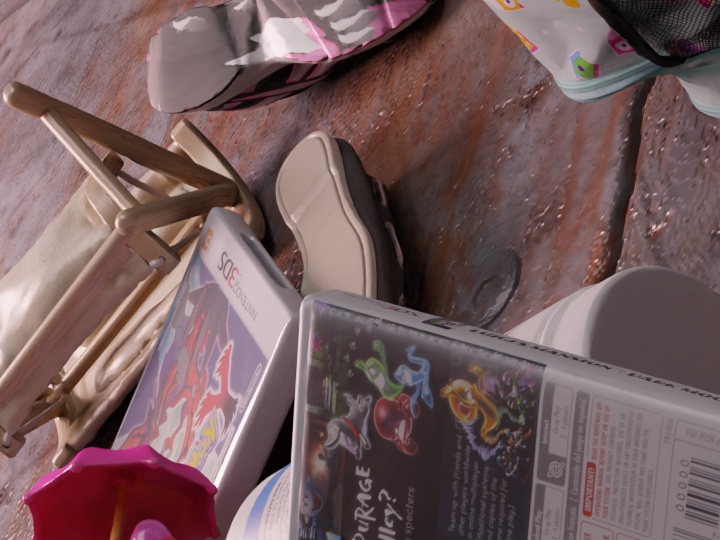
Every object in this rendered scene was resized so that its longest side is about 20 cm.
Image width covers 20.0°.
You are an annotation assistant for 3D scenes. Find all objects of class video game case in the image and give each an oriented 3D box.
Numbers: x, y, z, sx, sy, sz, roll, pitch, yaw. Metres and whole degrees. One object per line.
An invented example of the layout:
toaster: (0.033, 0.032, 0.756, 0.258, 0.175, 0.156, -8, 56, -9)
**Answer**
video game case: (0.047, 0.122, 0.648, 0.181, 0.023, 0.202, 15, 107, 38)
video game case: (-0.090, 0.084, 1.090, 0.201, 0.023, 0.182, -67, 23, 11)

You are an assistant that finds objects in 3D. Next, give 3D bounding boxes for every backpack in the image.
backpack: (0.143, -0.157, 0.860, 0.199, 0.153, 0.177, -7, 50, 46)

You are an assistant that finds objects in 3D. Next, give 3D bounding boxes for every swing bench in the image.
swing bench: (-0.174, 0.012, 1.227, 0.130, 0.200, 0.199, 47, 107, 23)

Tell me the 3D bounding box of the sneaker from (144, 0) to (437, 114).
sneaker: (-0.036, -0.152, 1.274, 0.199, 0.086, 0.081, -15, 80, 27)

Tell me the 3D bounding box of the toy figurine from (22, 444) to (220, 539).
toy figurine: (-0.119, 0.173, 0.949, 0.199, 0.150, 0.185, 18, 76, 40)

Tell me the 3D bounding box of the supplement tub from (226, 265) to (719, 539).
supplement tub: (0.054, 0.097, 0.739, 0.199, 0.132, 0.133, -33, 33, 38)

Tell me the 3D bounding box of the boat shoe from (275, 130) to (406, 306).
boat shoe: (0.000, 0.000, 1.062, 0.067, 0.057, 0.201, -47, 31, 25)
